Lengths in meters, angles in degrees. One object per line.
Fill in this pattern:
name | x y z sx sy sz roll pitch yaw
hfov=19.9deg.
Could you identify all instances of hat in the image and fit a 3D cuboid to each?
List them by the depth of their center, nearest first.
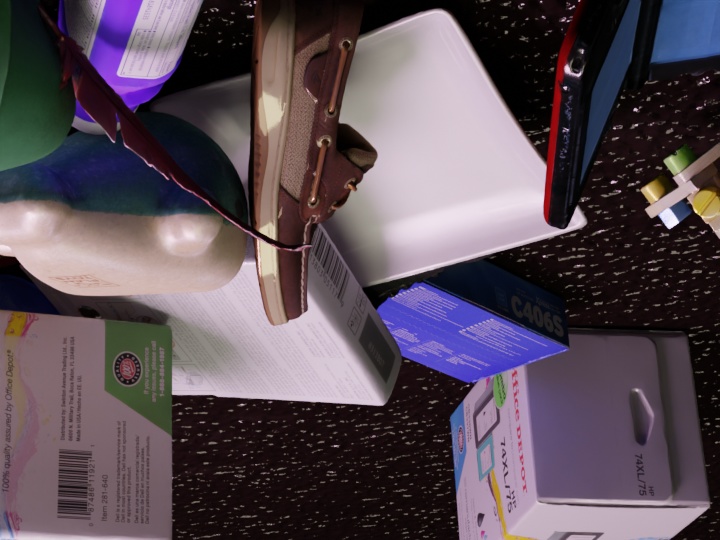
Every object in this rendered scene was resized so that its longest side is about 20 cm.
hat | -0.153 -0.096 1.018 0.175 0.202 0.165 2 168 -44

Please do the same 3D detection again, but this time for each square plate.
square plate | 0.008 -0.069 1.218 0.197 0.029 0.200 -15 137 25

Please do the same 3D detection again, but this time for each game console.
game console | 0.181 -0.116 1.096 0.118 0.173 0.200 20 158 11

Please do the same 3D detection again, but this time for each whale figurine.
whale figurine | -0.145 -0.043 1.136 0.158 0.105 0.200 -2 172 30

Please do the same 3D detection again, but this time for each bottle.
bottle | -0.117 -0.135 1.032 0.065 0.084 0.200 2 154 -17

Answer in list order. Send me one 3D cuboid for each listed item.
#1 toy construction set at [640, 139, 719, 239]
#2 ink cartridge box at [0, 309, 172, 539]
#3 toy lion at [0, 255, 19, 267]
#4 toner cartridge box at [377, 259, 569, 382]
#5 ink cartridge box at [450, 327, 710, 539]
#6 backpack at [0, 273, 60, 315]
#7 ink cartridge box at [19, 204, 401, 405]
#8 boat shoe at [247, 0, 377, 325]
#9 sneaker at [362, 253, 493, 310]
toy construction set | 0.239 -0.059 1.181 0.131 0.092 0.200 -36 -167 1
ink cartridge box | -0.220 0.106 1.266 0.198 0.146 0.084 6 156 -18
toy lion | -0.253 -0.030 1.247 0.191 0.069 0.200 -23 165 24
toner cartridge box | 0.057 0.026 1.474 0.094 0.044 0.199 -22 151 32
ink cartridge box | 0.171 0.151 1.645 0.145 0.148 0.200 3 154 -14
backpack | -0.241 0.104 1.406 0.166 0.202 0.163 -13 163 9
ink cartridge box | -0.093 0.023 1.309 0.198 0.057 0.163 4 147 30
boat shoe | -0.025 -0.060 1.140 0.071 0.072 0.202 -1 116 -6
sneaker | 0.000 0.002 1.353 0.198 0.060 0.105 0 129 6
